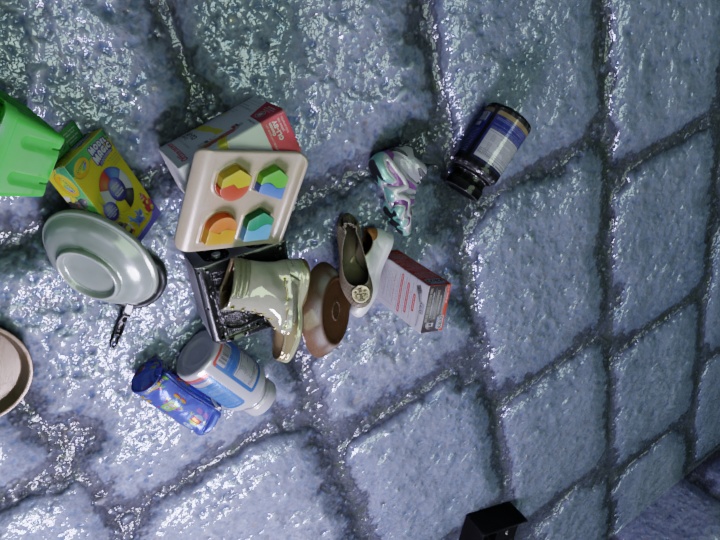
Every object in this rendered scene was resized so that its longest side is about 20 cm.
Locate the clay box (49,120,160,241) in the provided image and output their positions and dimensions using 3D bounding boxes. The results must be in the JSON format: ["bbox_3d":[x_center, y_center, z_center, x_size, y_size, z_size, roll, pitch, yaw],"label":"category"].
[{"bbox_3d":[-0.414,-0.132,0.964,0.047,0.115,0.200,-9,130,22],"label":"clay box"}]

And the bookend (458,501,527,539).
[{"bbox_3d":[0.427,0.896,1.994,0.198,0.092,0.201,-1,114,-32],"label":"bookend"}]

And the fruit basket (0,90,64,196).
[{"bbox_3d":[-0.529,-0.201,0.800,0.215,0.215,0.156,20,101,-37],"label":"fruit basket"}]

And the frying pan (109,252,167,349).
[{"bbox_3d":[-0.432,0.049,1.095,0.190,0.031,0.115,-51,127,-5],"label":"frying pan"}]

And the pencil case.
[{"bbox_3d":[-0.359,0.255,1.202,0.087,0.078,0.200,-27,130,17],"label":"pencil case"}]

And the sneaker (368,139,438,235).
[{"bbox_3d":[0.110,-0.181,1.289,0.140,0.078,0.201,-31,126,-15],"label":"sneaker"}]

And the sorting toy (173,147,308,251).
[{"bbox_3d":[-0.191,-0.110,0.986,0.199,0.036,0.186,-6,131,-41],"label":"sorting toy"}]

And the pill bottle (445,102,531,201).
[{"bbox_3d":[0.278,-0.260,1.336,0.112,0.112,0.200,30,95,-38],"label":"pill bottle"}]

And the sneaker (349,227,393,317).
[{"bbox_3d":[0.000,0.000,1.317,0.084,0.073,0.201,17,91,-33],"label":"sneaker"}]

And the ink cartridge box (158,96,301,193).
[{"bbox_3d":[-0.224,-0.205,1.025,0.200,0.145,0.084,-34,126,-14],"label":"ink cartridge box"}]

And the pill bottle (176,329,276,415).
[{"bbox_3d":[-0.265,0.216,1.223,0.112,0.112,0.200,-46,128,-5],"label":"pill bottle"}]

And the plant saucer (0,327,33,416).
[{"bbox_3d":[-0.661,0.172,1.007,0.199,0.029,0.201,-14,119,-26],"label":"plant saucer"}]

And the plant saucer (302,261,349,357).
[{"bbox_3d":[-0.065,0.082,1.256,0.200,0.036,0.202,2,90,-69],"label":"plant saucer"}]

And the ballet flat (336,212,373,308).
[{"bbox_3d":[-0.013,-0.023,1.245,0.067,0.046,0.201,-6,82,-12],"label":"ballet flat"}]

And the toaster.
[{"bbox_3d":[-0.224,0.031,1.156,0.180,0.119,0.201,-20,121,-22],"label":"toaster"}]

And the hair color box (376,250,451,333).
[{"bbox_3d":[0.106,0.042,1.315,0.064,0.200,0.111,-4,115,-30],"label":"hair color box"}]

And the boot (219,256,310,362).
[{"bbox_3d":[-0.179,0.073,1.084,0.154,0.072,0.201,2,106,-33],"label":"boot"}]

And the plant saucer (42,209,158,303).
[{"bbox_3d":[-0.430,-0.005,0.974,0.201,0.199,0.050,62,32,-36],"label":"plant saucer"}]
